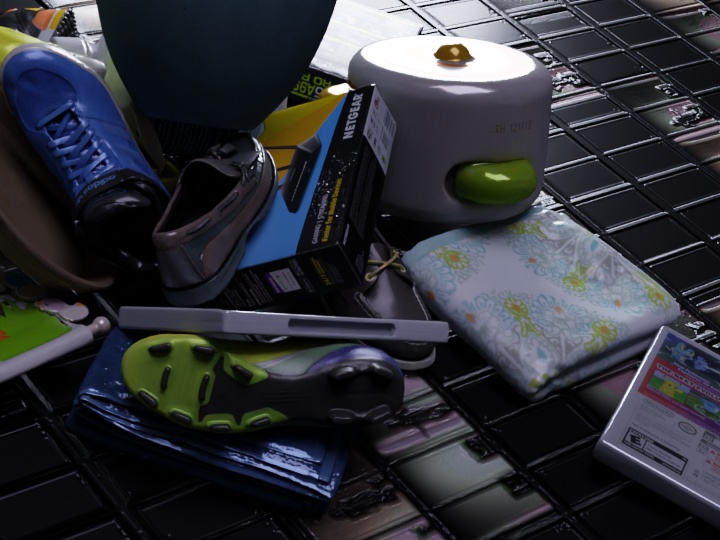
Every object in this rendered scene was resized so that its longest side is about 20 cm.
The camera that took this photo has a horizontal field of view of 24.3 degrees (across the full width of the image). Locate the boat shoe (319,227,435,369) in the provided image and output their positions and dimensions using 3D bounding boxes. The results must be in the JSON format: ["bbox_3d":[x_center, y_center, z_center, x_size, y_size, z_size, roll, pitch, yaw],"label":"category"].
[{"bbox_3d":[0.000,0.000,1.363,0.071,0.061,0.201,-11,44,-34],"label":"boat shoe"}]

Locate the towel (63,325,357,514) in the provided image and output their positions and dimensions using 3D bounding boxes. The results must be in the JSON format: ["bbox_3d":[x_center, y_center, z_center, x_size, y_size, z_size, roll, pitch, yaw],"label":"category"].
[{"bbox_3d":[-0.102,0.102,1.195,0.199,0.049,0.112,18,35,1],"label":"towel"}]

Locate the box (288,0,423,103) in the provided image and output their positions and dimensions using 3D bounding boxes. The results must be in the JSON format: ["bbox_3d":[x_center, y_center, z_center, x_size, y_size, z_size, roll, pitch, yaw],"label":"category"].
[{"bbox_3d":[-0.050,-0.225,1.661,0.199,0.044,0.160,19,35,3],"label":"box"}]

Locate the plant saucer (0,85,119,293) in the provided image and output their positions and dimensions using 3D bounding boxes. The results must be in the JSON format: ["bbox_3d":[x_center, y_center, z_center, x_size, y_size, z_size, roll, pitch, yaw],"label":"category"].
[{"bbox_3d":[-0.258,-0.063,1.281,0.200,0.029,0.200,52,14,-19],"label":"plant saucer"}]

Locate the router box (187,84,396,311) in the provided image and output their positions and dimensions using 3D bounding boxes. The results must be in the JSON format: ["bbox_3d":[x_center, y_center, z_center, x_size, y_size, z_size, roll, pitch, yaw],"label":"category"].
[{"bbox_3d":[-0.058,-0.055,1.335,0.148,0.051,0.201,-14,38,22],"label":"router box"}]

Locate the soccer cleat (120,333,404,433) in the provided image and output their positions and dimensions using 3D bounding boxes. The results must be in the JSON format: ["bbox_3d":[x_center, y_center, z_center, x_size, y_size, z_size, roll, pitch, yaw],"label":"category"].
[{"bbox_3d":[-0.068,0.077,1.165,0.199,0.065,0.084,5,7,-11],"label":"soccer cleat"}]

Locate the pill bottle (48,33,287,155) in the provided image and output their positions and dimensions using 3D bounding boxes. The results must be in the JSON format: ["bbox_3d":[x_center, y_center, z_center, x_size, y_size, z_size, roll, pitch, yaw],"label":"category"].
[{"bbox_3d":[-0.172,-0.158,1.461,0.199,0.111,0.111,1,38,-22],"label":"pill bottle"}]

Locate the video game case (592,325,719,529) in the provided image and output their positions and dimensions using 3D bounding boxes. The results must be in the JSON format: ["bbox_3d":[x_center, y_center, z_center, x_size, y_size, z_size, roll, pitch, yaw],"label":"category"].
[{"bbox_3d":[0.298,0.141,1.317,0.199,0.023,0.182,29,37,10],"label":"video game case"}]

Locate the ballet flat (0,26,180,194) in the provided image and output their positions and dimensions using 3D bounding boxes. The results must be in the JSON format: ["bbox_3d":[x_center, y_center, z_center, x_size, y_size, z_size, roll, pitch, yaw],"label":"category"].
[{"bbox_3d":[-0.220,-0.131,1.358,0.200,0.067,0.067,51,29,-20],"label":"ballet flat"}]

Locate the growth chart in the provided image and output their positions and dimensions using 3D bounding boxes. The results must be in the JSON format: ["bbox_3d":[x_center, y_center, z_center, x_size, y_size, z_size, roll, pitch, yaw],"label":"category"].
[{"bbox_3d":[-0.295,0.029,1.220,0.199,0.018,0.145,23,35,26],"label":"growth chart"}]

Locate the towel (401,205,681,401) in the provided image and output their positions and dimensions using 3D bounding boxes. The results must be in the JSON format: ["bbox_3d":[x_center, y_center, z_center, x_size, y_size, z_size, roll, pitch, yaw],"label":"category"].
[{"bbox_3d":[0.153,0.020,1.411,0.199,0.048,0.171,-19,48,-39],"label":"towel"}]

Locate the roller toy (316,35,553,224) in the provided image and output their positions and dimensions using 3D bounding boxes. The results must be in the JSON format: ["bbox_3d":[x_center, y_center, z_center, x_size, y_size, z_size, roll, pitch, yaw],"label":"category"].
[{"bbox_3d":[0.074,-0.133,1.474,0.199,0.141,0.182,11,22,16],"label":"roller toy"}]

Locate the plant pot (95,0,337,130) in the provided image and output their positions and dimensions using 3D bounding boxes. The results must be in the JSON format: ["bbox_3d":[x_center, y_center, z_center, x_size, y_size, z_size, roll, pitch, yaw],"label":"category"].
[{"bbox_3d":[-0.122,-0.186,1.337,0.199,0.136,0.200,9,7,-1],"label":"plant pot"}]

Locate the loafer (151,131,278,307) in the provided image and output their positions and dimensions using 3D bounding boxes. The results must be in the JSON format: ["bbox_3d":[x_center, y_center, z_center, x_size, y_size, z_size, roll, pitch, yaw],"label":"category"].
[{"bbox_3d":[-0.111,-0.056,1.261,0.071,0.063,0.200,-12,34,19],"label":"loafer"}]

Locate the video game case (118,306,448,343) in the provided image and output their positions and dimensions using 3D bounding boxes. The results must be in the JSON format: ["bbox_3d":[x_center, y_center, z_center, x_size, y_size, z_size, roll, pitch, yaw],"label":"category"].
[{"bbox_3d":[-0.055,0.040,1.220,0.199,0.018,0.143,5,-3,-38],"label":"video game case"}]

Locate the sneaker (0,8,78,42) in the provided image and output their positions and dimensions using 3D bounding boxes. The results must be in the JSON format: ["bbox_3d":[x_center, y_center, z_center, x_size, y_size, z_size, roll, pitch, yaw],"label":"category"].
[{"bbox_3d":[-0.321,-0.175,1.473,0.089,0.070,0.200,7,33,13],"label":"sneaker"}]

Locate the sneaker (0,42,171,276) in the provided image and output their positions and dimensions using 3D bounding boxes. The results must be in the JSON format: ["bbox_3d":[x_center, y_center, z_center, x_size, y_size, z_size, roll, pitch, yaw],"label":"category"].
[{"bbox_3d":[-0.205,-0.082,1.284,0.076,0.200,0.111,-31,22,2],"label":"sneaker"}]
